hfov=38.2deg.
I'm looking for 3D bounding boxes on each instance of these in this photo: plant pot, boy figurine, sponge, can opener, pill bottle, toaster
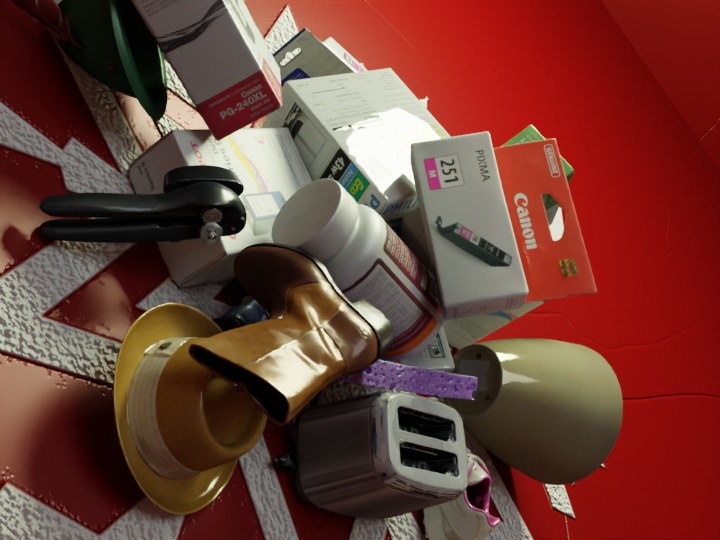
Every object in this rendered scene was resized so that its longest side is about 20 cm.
[{"bbox_3d":[0.198,0.161,1.311,0.199,0.187,0.189,22,46,-42],"label":"plant pot"},{"bbox_3d":[-0.085,0.053,1.119,0.200,0.064,0.125,-32,99,-54],"label":"boy figurine"},{"bbox_3d":[0.025,0.109,1.105,0.199,0.111,0.030,16,83,-49],"label":"sponge"},{"bbox_3d":[-0.203,-0.052,0.989,0.198,0.064,0.079,-10,34,-20],"label":"can opener"},{"bbox_3d":[0.000,0.000,1.108,0.200,0.109,0.110,46,32,-35],"label":"pill bottle"},{"bbox_3d":[0.021,0.189,1.081,0.199,0.128,0.115,23,56,-43],"label":"toaster"}]

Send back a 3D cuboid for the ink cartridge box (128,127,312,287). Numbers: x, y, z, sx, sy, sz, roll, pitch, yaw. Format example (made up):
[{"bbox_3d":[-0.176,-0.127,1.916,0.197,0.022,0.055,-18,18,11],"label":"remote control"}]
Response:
[{"bbox_3d":[-0.136,-0.073,1.136,0.199,0.087,0.146,-12,73,-54],"label":"ink cartridge box"}]

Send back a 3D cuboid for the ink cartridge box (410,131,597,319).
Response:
[{"bbox_3d":[0.155,-0.057,1.135,0.044,0.172,0.202,85,-5,-67],"label":"ink cartridge box"}]

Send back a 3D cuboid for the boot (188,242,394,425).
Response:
[{"bbox_3d":[-0.089,0.053,0.942,0.188,0.069,0.199,39,31,17],"label":"boot"}]

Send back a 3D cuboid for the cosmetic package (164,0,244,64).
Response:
[{"bbox_3d":[-0.216,-0.384,1.195,0.200,0.164,0.165,45,27,-20],"label":"cosmetic package"}]

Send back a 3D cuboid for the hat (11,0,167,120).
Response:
[{"bbox_3d":[-0.313,-0.240,1.092,0.166,0.174,0.202,-22,101,-86],"label":"hat"}]

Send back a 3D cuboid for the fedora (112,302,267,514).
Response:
[{"bbox_3d":[-0.137,0.118,0.937,0.200,0.081,0.203,37,47,-54],"label":"fedora"}]

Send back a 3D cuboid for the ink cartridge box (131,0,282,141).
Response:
[{"bbox_3d":[-0.163,-0.258,1.078,0.201,0.083,0.146,61,8,-26],"label":"ink cartridge box"}]

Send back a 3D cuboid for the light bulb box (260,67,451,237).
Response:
[{"bbox_3d":[0.007,-0.129,1.269,0.197,0.125,0.201,-18,62,-45],"label":"light bulb box"}]

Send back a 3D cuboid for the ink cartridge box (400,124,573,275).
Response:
[{"bbox_3d":[0.143,-0.059,1.237,0.085,0.199,0.146,51,-15,17],"label":"ink cartridge box"}]

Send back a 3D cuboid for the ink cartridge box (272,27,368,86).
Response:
[{"bbox_3d":[-0.036,-0.247,1.412,0.199,0.094,0.037,36,38,-32],"label":"ink cartridge box"}]

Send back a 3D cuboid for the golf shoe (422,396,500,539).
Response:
[{"bbox_3d":[0.114,0.233,1.224,0.075,0.091,0.202,25,43,-40],"label":"golf shoe"}]

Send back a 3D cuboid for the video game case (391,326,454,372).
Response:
[{"bbox_3d":[0.011,0.035,1.258,0.181,0.023,0.202,1,62,-32],"label":"video game case"}]

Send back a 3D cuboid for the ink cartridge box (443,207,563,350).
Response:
[{"bbox_3d":[0.177,-0.005,1.406,0.085,0.199,0.149,33,39,-33],"label":"ink cartridge box"}]
